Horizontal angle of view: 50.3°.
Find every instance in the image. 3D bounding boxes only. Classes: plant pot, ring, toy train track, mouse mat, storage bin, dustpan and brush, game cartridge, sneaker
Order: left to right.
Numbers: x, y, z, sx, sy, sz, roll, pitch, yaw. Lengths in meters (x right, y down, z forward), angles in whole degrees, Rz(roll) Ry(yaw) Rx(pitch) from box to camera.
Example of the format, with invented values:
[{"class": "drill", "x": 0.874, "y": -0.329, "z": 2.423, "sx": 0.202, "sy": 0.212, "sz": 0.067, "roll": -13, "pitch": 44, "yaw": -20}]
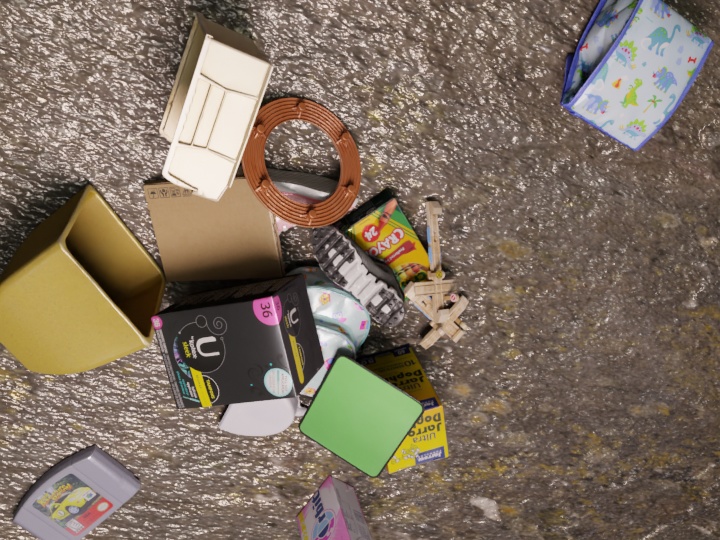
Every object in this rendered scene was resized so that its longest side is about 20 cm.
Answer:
[{"class": "plant pot", "x": -0.431, "y": 0.036, "z": 1.126, "sx": 0.198, "sy": 0.195, "sz": 0.196, "roll": -29, "pitch": 118, "yaw": 10}, {"class": "game cartridge", "x": -0.507, "y": 0.403, "z": 1.355, "sx": 0.199, "sy": 0.041, "sz": 0.133, "roll": -40, "pitch": 113, "yaw": 6}, {"class": "storage bin", "x": -0.207, "y": -0.226, "z": 1.050, "sx": 0.093, "sy": 0.200, "sz": 0.200, "roll": 16, "pitch": 109, "yaw": -23}, {"class": "dustpan and brush", "x": -0.138, "y": 0.251, "z": 1.376, "sx": 0.198, "sy": 0.057, "sz": 0.140, "roll": 23, "pitch": 118, "yaw": -16}, {"class": "sneaker", "x": -0.107, "y": -0.096, "z": 1.207, "sx": 0.197, "sy": 0.076, "sz": 0.106, "roll": 8, "pitch": 114, "yaw": -14}, {"class": "ring", "x": -0.083, "y": -0.164, "z": 1.144, "sx": 0.198, "sy": 0.019, "sz": 0.203, "roll": 8, "pitch": 75, "yaw": -30}, {"class": "mouse mat", "x": -0.003, "y": 0.235, "z": 1.220, "sx": 0.160, "sy": 0.008, "sz": 0.201, "roll": 31, "pitch": 125, "yaw": 4}, {"class": "sneaker", "x": 0.000, "y": 0.000, "z": 1.226, "sx": 0.200, "sy": 0.091, "sz": 0.066, "roll": 46, "pitch": 111, "yaw": -1}, {"class": "toy train track", "x": 0.135, "y": 0.080, "z": 1.330, "sx": 0.115, "sy": 0.033, "sz": 0.200, "roll": -48, "pitch": 136, "yaw": 0}, {"class": "toy train track", "x": 0.134, "y": -0.015, "z": 1.279, "sx": 0.114, "sy": 0.032, "sz": 0.203, "roll": -4, "pitch": 90, "yaw": -48}]

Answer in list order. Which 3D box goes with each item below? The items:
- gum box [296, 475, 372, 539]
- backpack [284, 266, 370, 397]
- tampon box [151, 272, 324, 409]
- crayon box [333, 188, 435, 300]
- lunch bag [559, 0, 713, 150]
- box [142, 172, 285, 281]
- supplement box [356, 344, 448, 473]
[{"class": "gum box", "x": -0.046, "y": 0.495, "z": 1.420, "sx": 0.066, "sy": 0.200, "sz": 0.114, "roll": 33, "pitch": 102, "yaw": -25}, {"class": "backpack", "x": -0.075, "y": 0.104, "z": 1.261, "sx": 0.174, "sy": 0.154, "sz": 0.202, "roll": 17, "pitch": 106, "yaw": -9}, {"class": "tampon box", "x": -0.176, "y": 0.105, "z": 1.133, "sx": 0.197, "sy": 0.126, "sz": 0.152, "roll": -10, "pitch": 102, "yaw": 19}, {"class": "crayon box", "x": 0.046, "y": -0.018, "z": 1.294, "sx": 0.126, "sy": 0.051, "sz": 0.201, "roll": -33, "pitch": 118, "yaw": 2}, {"class": "lunch bag", "x": 0.424, "y": -0.314, "z": 1.213, "sx": 0.168, "sy": 0.127, "sz": 0.202, "roll": 23, "pitch": 97, "yaw": -23}, {"class": "box", "x": -0.223, "y": -0.062, "z": 1.175, "sx": 0.197, "sy": 0.021, "sz": 0.166, "roll": -2, "pitch": 114, "yaw": 13}, {"class": "supplement box", "x": 0.068, "y": 0.234, "z": 1.331, "sx": 0.107, "sy": 0.200, "sz": 0.111, "roll": -14, "pitch": 118, "yaw": -8}]
